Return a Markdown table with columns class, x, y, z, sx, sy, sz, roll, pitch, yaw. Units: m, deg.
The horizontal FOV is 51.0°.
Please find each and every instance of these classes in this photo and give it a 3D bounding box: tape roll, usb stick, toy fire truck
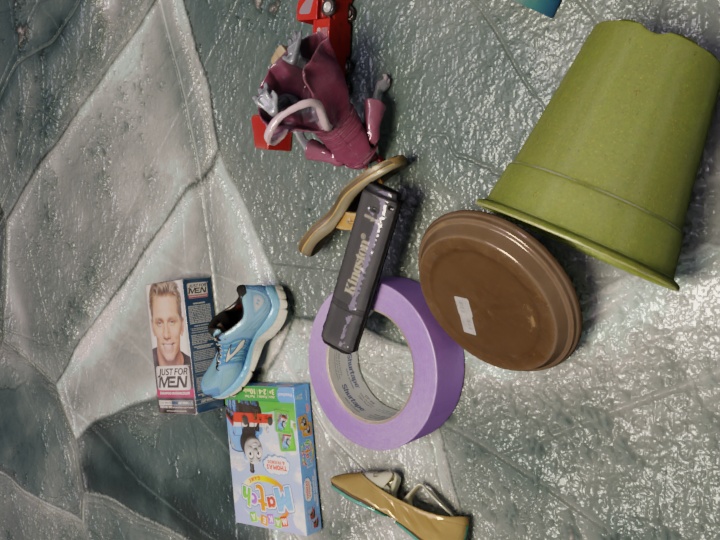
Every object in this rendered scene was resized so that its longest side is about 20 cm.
| class | x | y | z | sx | sy | sz | roll | pitch | yaw |
| --- | --- | --- | --- | --- | --- | --- | --- | --- | --- |
| tape roll | 0.028 | 0.112 | 0.926 | 0.197 | 0.065 | 0.206 | 5 | 97 | 39 |
| usb stick | 0.000 | 0.000 | 0.878 | 0.055 | 0.032 | 0.204 | 28 | 109 | 32 |
| toy fire truck | -0.077 | -0.260 | 0.989 | 0.139 | 0.048 | 0.206 | 9 | 100 | 38 |

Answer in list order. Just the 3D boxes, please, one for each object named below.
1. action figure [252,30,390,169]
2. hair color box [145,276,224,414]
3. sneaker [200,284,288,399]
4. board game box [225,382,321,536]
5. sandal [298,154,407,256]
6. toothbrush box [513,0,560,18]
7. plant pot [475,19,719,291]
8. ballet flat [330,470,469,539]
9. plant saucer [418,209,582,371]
| class | x | y | z | sx | sy | sz | roll | pitch | yaw |
| --- | --- | --- | --- | --- | --- | --- | --- | --- | --- |
| action figure | -0.023 | -0.174 | 0.871 | 0.133 | 0.200 | 0.151 | -36 | 43 | 15 |
| hair color box | -0.274 | 0.117 | 1.175 | 0.098 | 0.060 | 0.205 | -8 | 88 | 38 |
| sneaker | -0.184 | 0.094 | 1.068 | 0.202 | 0.089 | 0.079 | -58 | 37 | 21 |
| board game box | -0.128 | 0.265 | 1.083 | 0.149 | 0.036 | 0.206 | -6 | 90 | 39 |
| sandal | -0.004 | -0.072 | 0.934 | 0.054 | 0.080 | 0.200 | 50 | 124 | 5 |
| toothbrush box | 0.112 | -0.332 | 0.735 | 0.146 | 0.198 | 0.087 | 40 | 116 | 28 |
| plant pot | 0.231 | -0.110 | 0.684 | 0.198 | 0.199 | 0.194 | 27 | 97 | 34 |
| ballet flat | 0.050 | 0.287 | 0.935 | 0.197 | 0.069 | 0.064 | 23 | 80 | 33 |
| plant saucer | 0.137 | 0.030 | 0.790 | 0.198 | 0.029 | 0.203 | 31 | 144 | 25 |
